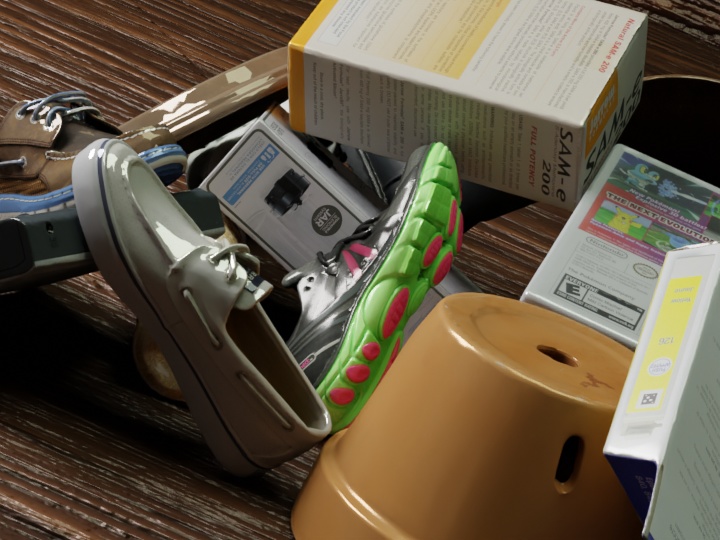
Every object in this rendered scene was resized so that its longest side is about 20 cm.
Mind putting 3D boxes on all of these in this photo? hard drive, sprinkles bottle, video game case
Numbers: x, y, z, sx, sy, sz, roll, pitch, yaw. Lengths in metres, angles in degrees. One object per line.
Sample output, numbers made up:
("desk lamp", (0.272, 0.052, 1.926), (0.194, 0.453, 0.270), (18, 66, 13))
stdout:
("hard drive", (-0.182, -0.010, 1.284), (0.139, 0.033, 0.200), (-14, 0, 27))
("sprinkles bottle", (-0.101, 0.012, 1.393), (0.068, 0.069, 0.200), (19, 17, -10))
("video game case", (0.212, 0.015, 1.369), (0.199, 0.023, 0.182), (25, 39, 10))

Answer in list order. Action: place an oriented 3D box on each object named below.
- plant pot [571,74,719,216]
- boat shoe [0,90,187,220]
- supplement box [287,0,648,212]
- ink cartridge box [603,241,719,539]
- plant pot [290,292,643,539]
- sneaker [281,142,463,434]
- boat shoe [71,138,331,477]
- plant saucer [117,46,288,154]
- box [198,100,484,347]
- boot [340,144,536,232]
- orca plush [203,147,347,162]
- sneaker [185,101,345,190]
("plant pot", (0.212, 0.006, 1.552), (0.185, 0.201, 0.188), (10, 41, -9))
("boat shoe", (-0.180, -0.065, 1.354), (0.199, 0.073, 0.072), (-14, 0, 44))
("supplement box", (0.068, -0.125, 1.466), (0.199, 0.074, 0.126), (18, 45, 18))
("ink cartridge box", (0.184, 0.125, 1.158), (0.047, 0.198, 0.201), (-7, 38, 33))
("plant pot", (0.079, 0.103, 1.215), (0.199, 0.141, 0.200), (20, 15, -6))
("sneaker", (0.000, 0.000, 1.383), (0.083, 0.201, 0.077), (18, -27, 25))
("boat shoe", (-0.079, 0.013, 1.226), (0.201, 0.069, 0.071), (62, 28, -7))
("plant saucer", (-0.113, -0.100, 1.547), (0.030, 0.199, 0.200), (63, 21, -1))
("box", (-0.006, -0.015, 1.488), (0.200, 0.060, 0.117), (42, 10, -5))
("boot", (0.068, -0.112, 1.627), (0.076, 0.167, 0.201), (34, 33, -54))
("orca plush", (-0.059, -0.094, 1.781), (0.200, 0.105, 0.072), (12, 50, -62))
("sneaker", (-0.036, -0.100, 1.698), (0.088, 0.075, 0.200), (-6, 27, 38))
